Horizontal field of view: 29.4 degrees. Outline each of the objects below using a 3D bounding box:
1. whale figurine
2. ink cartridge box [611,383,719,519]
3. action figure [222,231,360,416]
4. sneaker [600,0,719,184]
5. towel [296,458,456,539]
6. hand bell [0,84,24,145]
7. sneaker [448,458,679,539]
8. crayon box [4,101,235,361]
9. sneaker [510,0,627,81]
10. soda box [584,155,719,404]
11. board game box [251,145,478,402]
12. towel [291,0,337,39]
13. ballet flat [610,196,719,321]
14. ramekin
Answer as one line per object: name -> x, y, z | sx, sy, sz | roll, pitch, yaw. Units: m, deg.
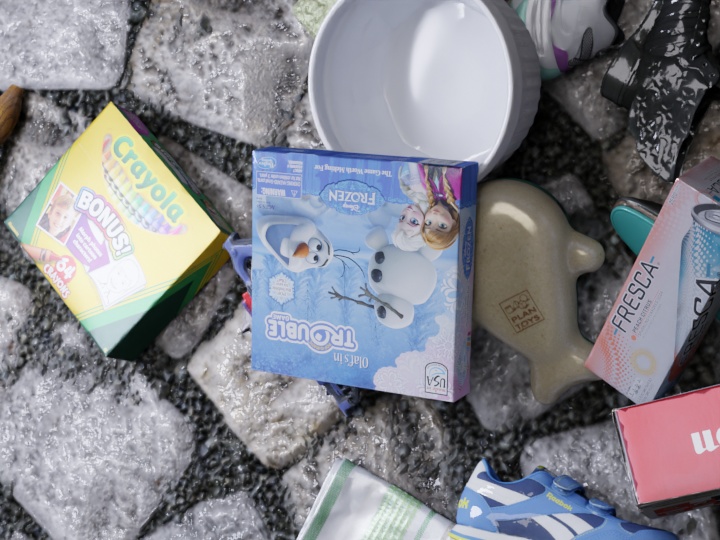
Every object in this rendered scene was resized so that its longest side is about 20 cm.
whale figurine -> 0.146, 0.013, 1.207 | 0.159, 0.104, 0.201 | -30, 94, 22
ink cartridge box -> 0.301, 0.126, 1.048 | 0.199, 0.176, 0.084 | -16, 75, 12
action figure -> -0.025, 0.026, 1.289 | 0.193, 0.105, 0.201 | -26, 97, 25
sneaker -> 0.284, -0.183, 1.188 | 0.104, 0.060, 0.200 | 36, 98, 22
towel -> 0.026, 0.279, 1.239 | 0.199, 0.031, 0.150 | 28, 94, 25
hand bell -> -0.418, -0.112, 1.486 | 0.104, 0.104, 0.201 | 18, 77, 25
sneaker -> 0.175, 0.209, 1.161 | 0.199, 0.074, 0.083 | 7, 71, 18
crayon box -> -0.243, -0.040, 1.397 | 0.173, 0.058, 0.200 | -47, 67, 10
sneaker -> 0.194, -0.281, 1.239 | 0.139, 0.078, 0.201 | -15, 85, 19
soda box -> 0.252, 0.013, 1.094 | 0.068, 0.063, 0.201 | 36, 130, 22
board game box -> 0.000, 0.000, 1.184 | 0.199, 0.043, 0.200 | 6, 103, 25
towel -> 0.033, -0.245, 1.315 | 0.200, 0.036, 0.149 | 43, 107, 24
ballet flat -> 0.299, 0.000, 1.147 | 0.068, 0.068, 0.200 | -39, 76, -23
ramekin -> 0.063, -0.165, 1.208 | 0.199, 0.105, 0.202 | 6, 102, 28
